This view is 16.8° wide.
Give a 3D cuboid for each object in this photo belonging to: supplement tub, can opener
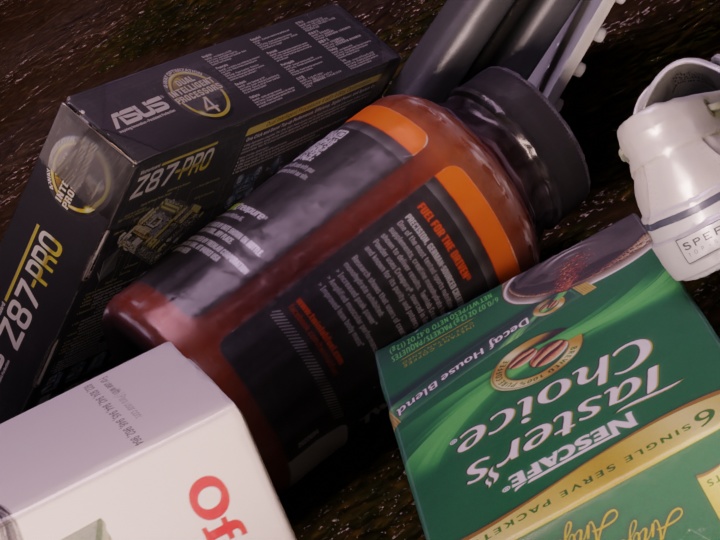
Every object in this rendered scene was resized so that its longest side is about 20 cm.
[{"bbox_3d":[0.000,0.000,1.002,0.200,0.107,0.107,-37,21,-16],"label":"supplement tub"},{"bbox_3d":[0.032,-0.077,1.105,0.200,0.053,0.067,-55,26,14],"label":"can opener"}]

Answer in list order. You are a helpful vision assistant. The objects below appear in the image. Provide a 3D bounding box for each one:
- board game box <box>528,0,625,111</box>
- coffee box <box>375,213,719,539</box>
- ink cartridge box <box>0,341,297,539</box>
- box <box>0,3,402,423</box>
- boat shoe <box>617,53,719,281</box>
[{"bbox_3d":[0.121,-0.142,1.131,0.200,0.026,0.200,-61,5,29],"label":"board game box"},{"bbox_3d":[0.075,0.053,0.861,0.123,0.044,0.200,-28,20,6],"label":"coffee box"},{"bbox_3d":[-0.107,0.134,0.742,0.199,0.146,0.084,-26,18,-12],"label":"ink cartridge box"},{"bbox_3d":[-0.080,-0.023,1.063,0.200,0.049,0.161,-28,-25,-52],"label":"box"},{"bbox_3d":[0.137,-0.051,0.917,0.073,0.067,0.200,-26,4,12],"label":"boat shoe"}]
